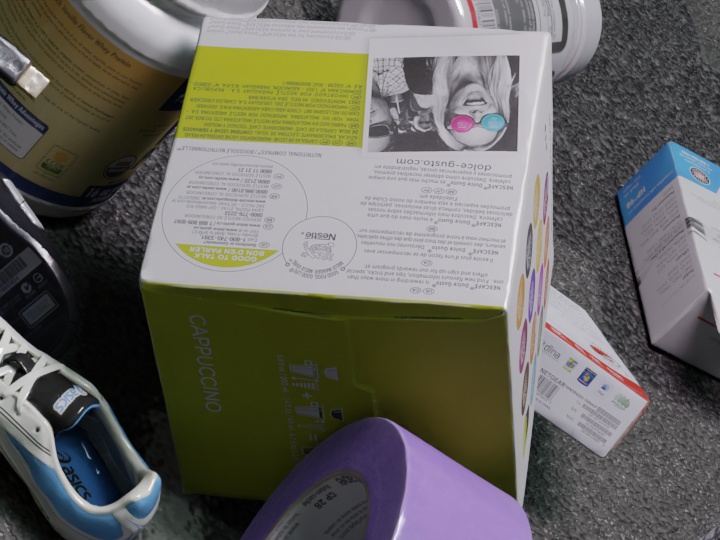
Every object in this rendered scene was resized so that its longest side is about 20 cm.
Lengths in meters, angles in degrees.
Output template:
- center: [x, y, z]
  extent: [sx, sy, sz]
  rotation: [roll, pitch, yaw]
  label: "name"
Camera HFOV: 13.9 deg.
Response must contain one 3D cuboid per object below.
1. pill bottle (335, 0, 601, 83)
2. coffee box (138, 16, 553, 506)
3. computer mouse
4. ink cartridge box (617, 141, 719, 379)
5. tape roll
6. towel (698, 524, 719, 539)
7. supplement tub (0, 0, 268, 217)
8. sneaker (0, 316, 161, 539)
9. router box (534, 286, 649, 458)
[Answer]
- center: [0.082, -0.175, 2.120]
  extent: [0.200, 0.114, 0.114]
  rotation: [-12, 63, -54]
  label: "pill bottle"
- center: [0.000, 0.000, 1.643]
  extent: [0.199, 0.200, 0.198]
  rotation: [4, 52, 9]
  label: "coffee box"
- center: [-0.206, -0.052, 1.631]
  extent: [0.200, 0.140, 0.046]
  rotation: [46, 18, 0]
  label: "computer mouse"
- center: [0.263, 0.014, 2.164]
  extent: [0.116, 0.067, 0.201]
  rotation: [26, 36, -29]
  label: "ink cartridge box"
- center: [-0.004, 0.183, 1.537]
  extent: [0.085, 0.200, 0.200]
  rotation: [32, 34, -19]
  label: "tape roll"
- center: [0.260, 0.252, 1.804]
  extent: [0.200, 0.166, 0.086]
  rotation: [46, 35, 2]
  label: "towel"
- center: [-0.151, -0.142, 1.729]
  extent: [0.144, 0.200, 0.145]
  rotation: [30, 36, -24]
  label: "supplement tub"
- center: [-0.182, 0.063, 1.581]
  extent: [0.200, 0.072, 0.072]
  rotation: [46, 44, 0]
  label: "sneaker"
- center: [0.075, 0.019, 1.892]
  extent: [0.200, 0.049, 0.180]
  rotation: [35, 9, -19]
  label: "router box"
